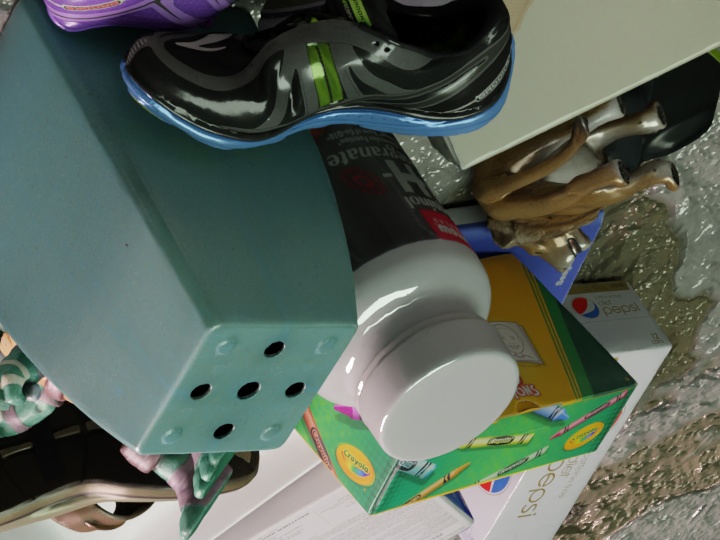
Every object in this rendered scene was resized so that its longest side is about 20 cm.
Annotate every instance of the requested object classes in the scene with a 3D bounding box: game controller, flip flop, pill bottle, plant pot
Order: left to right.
[{"bbox_3d":[-0.154,0.114,1.472,0.199,0.081,0.058,-14,142,-9],"label":"flip flop"},{"bbox_3d":[-0.097,-0.014,1.318,0.141,0.200,0.142,2,134,-39],"label":"plant pot"},{"bbox_3d":[0.000,0.000,1.412,0.110,0.200,0.111,-22,145,-16],"label":"pill bottle"},{"bbox_3d":[0.172,-0.131,1.540,0.104,0.042,0.200,-32,150,-26],"label":"game controller"}]

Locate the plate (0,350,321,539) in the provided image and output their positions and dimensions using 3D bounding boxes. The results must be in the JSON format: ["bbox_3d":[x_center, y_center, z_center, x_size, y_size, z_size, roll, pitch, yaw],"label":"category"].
[{"bbox_3d":[-0.136,0.088,1.525,0.199,0.032,0.200,-37,127,5],"label":"plate"}]

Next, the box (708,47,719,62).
[{"bbox_3d":[0.302,-0.163,1.564,0.199,0.048,0.122,-3,129,-44],"label":"box"}]

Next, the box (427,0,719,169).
[{"bbox_3d":[0.119,-0.132,1.405,0.199,0.078,0.095,-26,-169,-3],"label":"box"}]

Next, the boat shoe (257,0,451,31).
[{"bbox_3d":[0.035,-0.169,1.361,0.199,0.072,0.062,-25,106,-10],"label":"boat shoe"}]

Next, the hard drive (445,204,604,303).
[{"bbox_3d":[0.040,0.016,1.620,0.199,0.025,0.132,-8,139,-31],"label":"hard drive"}]

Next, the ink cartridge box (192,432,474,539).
[{"bbox_3d":[-0.018,0.144,1.670,0.136,0.077,0.200,-30,152,7],"label":"ink cartridge box"}]

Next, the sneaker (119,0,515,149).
[{"bbox_3d":[-0.019,-0.107,1.285,0.199,0.071,0.083,-4,132,-19],"label":"sneaker"}]

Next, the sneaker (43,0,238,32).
[{"bbox_3d":[-0.061,-0.158,1.294,0.199,0.081,0.084,-9,152,-16],"label":"sneaker"}]

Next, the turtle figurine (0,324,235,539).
[{"bbox_3d":[-0.156,0.056,1.385,0.101,0.199,0.150,-59,174,-11],"label":"turtle figurine"}]

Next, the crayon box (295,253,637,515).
[{"bbox_3d":[0.047,0.061,1.522,0.200,0.119,0.058,-11,139,-46],"label":"crayon box"}]

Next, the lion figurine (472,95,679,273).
[{"bbox_3d":[0.103,-0.052,1.485,0.122,0.073,0.200,-18,166,19],"label":"lion figurine"}]

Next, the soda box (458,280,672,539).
[{"bbox_3d":[0.122,0.098,1.757,0.068,0.064,0.200,-5,138,-35],"label":"soda box"}]
